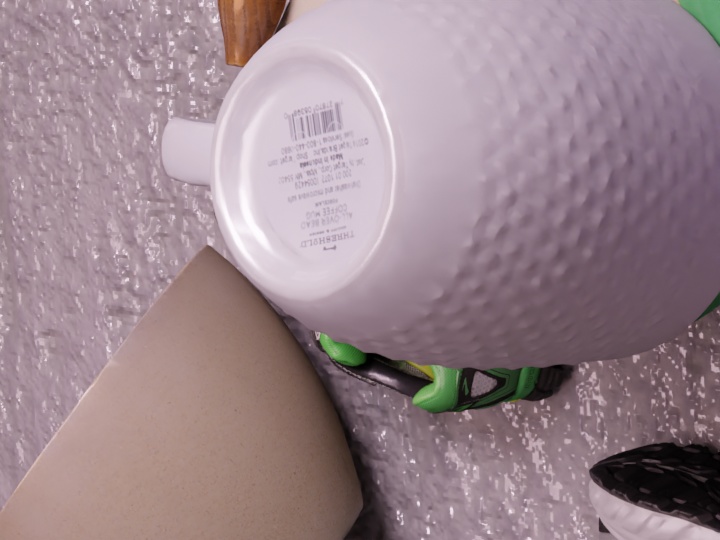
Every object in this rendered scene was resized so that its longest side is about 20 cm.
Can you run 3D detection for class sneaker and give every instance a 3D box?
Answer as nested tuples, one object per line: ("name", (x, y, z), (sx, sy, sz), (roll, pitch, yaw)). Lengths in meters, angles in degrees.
("sneaker", (0.000, 0.000, 1.267), (0.200, 0.085, 0.079), (31, 118, 38))
("sneaker", (0.175, 0.136, 1.136), (0.200, 0.074, 0.080), (25, 124, 46))

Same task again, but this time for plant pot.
("plant pot", (-0.078, 0.107, 1.313), (0.134, 0.200, 0.201), (36, 126, 1))

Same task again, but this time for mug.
("mug", (0.016, -0.039, 1.026), (0.199, 0.175, 0.149), (7, 96, 40))

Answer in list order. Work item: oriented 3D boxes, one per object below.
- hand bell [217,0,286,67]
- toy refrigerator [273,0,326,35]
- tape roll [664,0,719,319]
("hand bell", (-0.040, -0.191, 1.236), (0.104, 0.104, 0.201), (14, 98, 42))
("toy refrigerator", (0.048, -0.057, 1.222), (0.200, 0.070, 0.076), (41, 117, 31))
("tape roll", (0.085, -0.070, 1.112), (0.200, 0.048, 0.202), (2, 93, 40))
